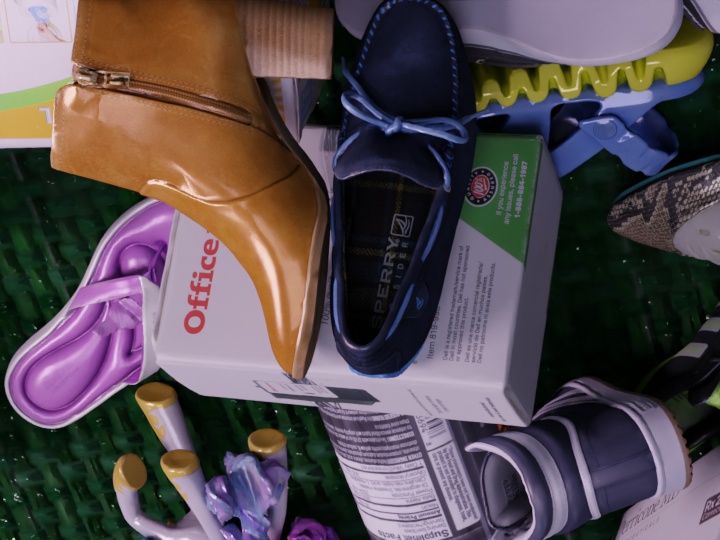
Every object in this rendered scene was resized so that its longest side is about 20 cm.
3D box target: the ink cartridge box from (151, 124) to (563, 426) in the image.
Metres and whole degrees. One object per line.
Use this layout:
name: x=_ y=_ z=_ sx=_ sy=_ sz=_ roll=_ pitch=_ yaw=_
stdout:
ink cartridge box: x=0.000 y=0.000 z=1.177 sx=0.200 sy=0.147 sz=0.083 roll=5 pitch=163 yaw=16

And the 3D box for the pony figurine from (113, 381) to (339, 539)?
pony figurine: x=-0.072 y=0.187 z=1.351 sx=0.193 sy=0.167 sz=0.200 roll=18 pitch=131 yaw=38

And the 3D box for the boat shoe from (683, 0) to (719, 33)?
boat shoe: x=0.131 y=-0.201 z=1.125 sx=0.066 sy=0.070 sz=0.200 roll=-28 pitch=111 yaw=29

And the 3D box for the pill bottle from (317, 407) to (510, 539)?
pill bottle: x=0.038 y=0.104 z=1.292 sx=0.106 sy=0.106 sz=0.200 roll=-12 pitch=117 yaw=17

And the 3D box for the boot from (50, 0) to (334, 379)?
boot: x=-0.087 y=-0.046 z=1.100 sx=0.144 sy=0.071 sz=0.201 roll=1 pitch=94 yaw=2

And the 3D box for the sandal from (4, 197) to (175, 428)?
sandal: x=-0.149 y=0.036 z=1.320 sx=0.082 sy=0.050 sz=0.203 roll=36 pitch=119 yaw=-10

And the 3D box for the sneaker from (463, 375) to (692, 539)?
sneaker: x=0.105 y=0.110 z=1.228 sx=0.108 sy=0.200 sz=0.070 roll=-19 pitch=92 yaw=-12

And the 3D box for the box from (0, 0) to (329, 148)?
box: x=-0.123 y=-0.136 z=1.181 sx=0.200 sy=0.113 sz=0.101 roll=0 pitch=118 yaw=9

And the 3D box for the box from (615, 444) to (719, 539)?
box: x=0.256 y=0.212 z=1.253 sx=0.200 sy=0.131 sz=0.199 roll=27 pitch=152 yaw=-5

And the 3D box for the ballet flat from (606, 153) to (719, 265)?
ballet flat: x=0.232 y=-0.043 z=1.186 sx=0.200 sy=0.075 sz=0.068 roll=-25 pitch=150 yaw=21

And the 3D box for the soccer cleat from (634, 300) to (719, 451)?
soccer cleat: x=0.226 y=0.045 z=1.237 sx=0.067 sy=0.081 sz=0.200 roll=33 pitch=120 yaw=-9

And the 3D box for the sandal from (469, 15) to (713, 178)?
sandal: x=0.100 y=-0.086 z=1.192 sx=0.200 sy=0.080 sz=0.087 roll=-4 pitch=122 yaw=15

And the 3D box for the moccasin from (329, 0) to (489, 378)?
moccasin: x=0.024 y=-0.046 z=1.089 sx=0.080 sy=0.068 sz=0.200 roll=0 pitch=82 yaw=9

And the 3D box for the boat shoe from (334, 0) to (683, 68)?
boat shoe: x=0.083 y=-0.141 z=1.146 sx=0.200 sy=0.057 sz=0.069 roll=8 pitch=82 yaw=29
